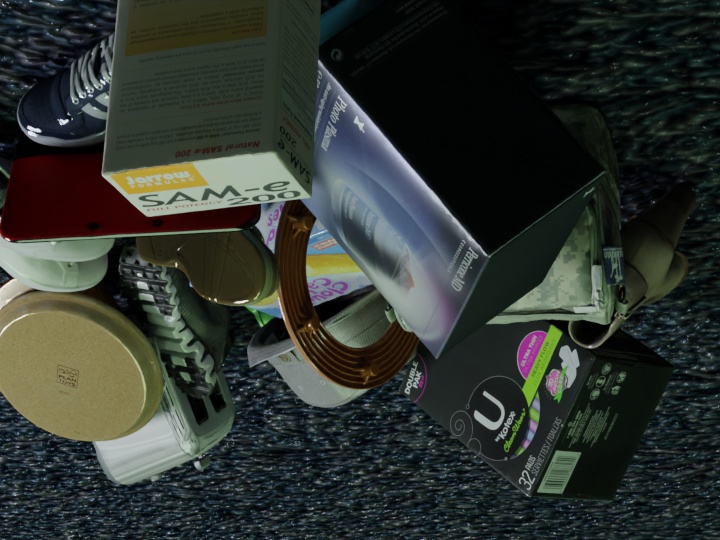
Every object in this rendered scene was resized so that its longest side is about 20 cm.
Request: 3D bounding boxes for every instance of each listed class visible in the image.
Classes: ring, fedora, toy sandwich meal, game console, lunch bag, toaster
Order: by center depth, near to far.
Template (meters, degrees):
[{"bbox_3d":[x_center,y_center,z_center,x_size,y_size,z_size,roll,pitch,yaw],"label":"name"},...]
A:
[{"bbox_3d":[-0.173,-0.049,1.555,0.198,0.120,0.173,-2,158,1],"label":"game console"},{"bbox_3d":[0.121,-0.033,1.610,0.198,0.169,0.139,-4,157,13],"label":"lunch bag"},{"bbox_3d":[0.000,0.000,1.657,0.019,0.202,0.200,-5,158,39],"label":"ring"},{"bbox_3d":[-0.012,0.067,1.853,0.199,0.177,0.091,-23,102,40],"label":"fedora"},{"bbox_3d":[-0.281,0.079,1.931,0.203,0.070,0.206,8,126,10],"label":"toy sandwich meal"},{"bbox_3d":[-0.219,0.118,2.030,0.128,0.201,0.114,-16,-173,31],"label":"toaster"}]

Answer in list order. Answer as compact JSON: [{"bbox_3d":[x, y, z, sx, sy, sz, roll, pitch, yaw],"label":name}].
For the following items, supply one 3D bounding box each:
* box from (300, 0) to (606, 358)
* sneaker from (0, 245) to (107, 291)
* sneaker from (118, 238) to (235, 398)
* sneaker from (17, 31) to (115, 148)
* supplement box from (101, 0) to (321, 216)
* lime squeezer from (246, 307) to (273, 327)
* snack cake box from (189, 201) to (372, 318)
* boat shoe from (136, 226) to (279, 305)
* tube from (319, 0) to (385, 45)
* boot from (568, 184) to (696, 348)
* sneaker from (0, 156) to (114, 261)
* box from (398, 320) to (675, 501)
[{"bbox_3d":[0.054,-0.072,1.443,0.123,0.199,0.200,-36,166,-22],"label":"box"},{"bbox_3d":[-0.293,-0.035,1.770,0.084,0.073,0.199,-14,151,40],"label":"sneaker"},{"bbox_3d":[-0.175,0.027,1.918,0.066,0.091,0.201,9,137,33],"label":"sneaker"},{"bbox_3d":[-0.186,-0.154,1.476,0.198,0.071,0.108,-12,159,15],"label":"sneaker"},{"bbox_3d":[-0.096,-0.146,1.318,0.125,0.202,0.074,-5,157,19],"label":"supplement box"},{"bbox_3d":[-0.075,0.044,1.986,0.199,0.038,0.071,17,154,-28],"label":"lime squeezer"},{"bbox_3d":[-0.050,-0.024,1.782,0.115,0.068,0.199,22,151,-37],"label":"snack cake box"},{"bbox_3d":[-0.118,-0.017,1.638,0.063,0.074,0.200,2,-171,-35],"label":"boat shoe"},{"bbox_3d":[-0.061,-0.139,1.451,0.199,0.051,0.077,-33,158,3],"label":"tube"},{"bbox_3d":[0.233,0.013,1.731,0.070,0.146,0.201,32,150,15],"label":"boot"},{"bbox_3d":[-0.292,-0.054,1.673,0.199,0.077,0.080,24,178,-33],"label":"sneaker"},{"bbox_3d":[0.160,0.101,1.816,0.124,0.149,0.200,10,-160,-43],"label":"box"}]
